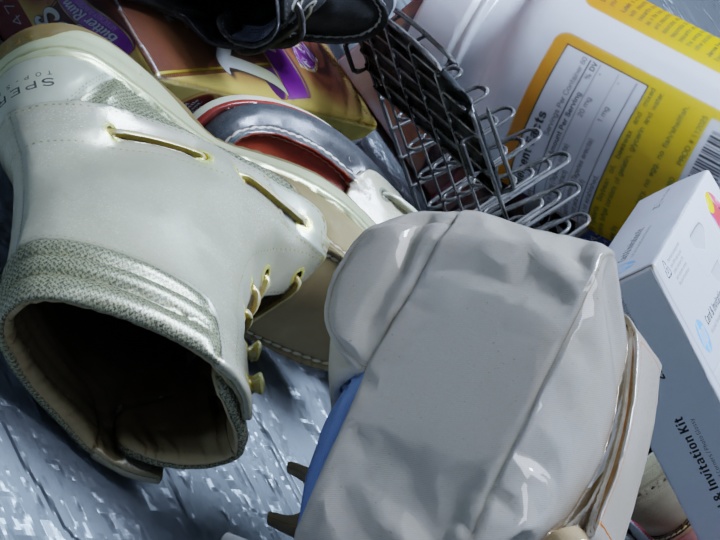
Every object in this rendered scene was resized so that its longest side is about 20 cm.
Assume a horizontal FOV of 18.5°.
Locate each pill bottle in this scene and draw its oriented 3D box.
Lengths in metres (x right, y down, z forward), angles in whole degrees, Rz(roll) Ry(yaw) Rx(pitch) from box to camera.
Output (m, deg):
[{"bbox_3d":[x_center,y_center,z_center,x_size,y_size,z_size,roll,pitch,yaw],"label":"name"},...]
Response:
[{"bbox_3d":[0.122,-0.077,1.077,0.200,0.111,0.111,29,16,13],"label":"pill bottle"}]

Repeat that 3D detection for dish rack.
[{"bbox_3d":[0.060,-0.031,0.991,0.153,0.055,0.200,45,-20,56],"label":"dish rack"}]

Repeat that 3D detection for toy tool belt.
[{"bbox_3d":[0.026,0.087,0.734,0.125,0.200,0.123,17,-22,16],"label":"toy tool belt"}]

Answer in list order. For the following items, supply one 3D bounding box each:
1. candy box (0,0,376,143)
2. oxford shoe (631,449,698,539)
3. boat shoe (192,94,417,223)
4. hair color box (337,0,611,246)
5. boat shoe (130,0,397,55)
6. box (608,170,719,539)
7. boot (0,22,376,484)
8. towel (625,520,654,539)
[{"bbox_3d":[-0.080,-0.101,0.938,0.117,0.056,0.200,59,22,15],"label":"candy box"},{"bbox_3d":[0.175,0.041,1.102,0.074,0.071,0.200,38,66,-31],"label":"oxford shoe"},{"bbox_3d":[0.000,0.000,0.908,0.200,0.071,0.063,43,2,-39],"label":"boat shoe"},{"bbox_3d":[0.093,-0.064,1.178,0.200,0.111,0.064,55,18,10],"label":"hair color box"},{"bbox_3d":[-0.049,-0.116,0.857,0.200,0.070,0.066,23,43,-53],"label":"boat shoe"},{"bbox_3d":[0.166,0.070,0.940,0.200,0.041,0.156,63,22,-8],"label":"box"},{"bbox_3d":[-0.050,0.016,0.779,0.200,0.072,0.155,36,26,-33],"label":"boot"},{"bbox_3d":[0.206,0.203,1.025,0.200,0.023,0.144,47,-1,-25],"label":"towel"}]
